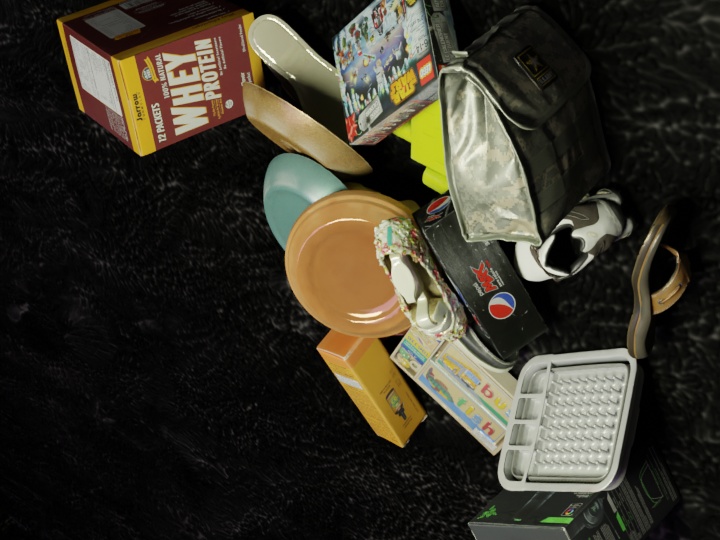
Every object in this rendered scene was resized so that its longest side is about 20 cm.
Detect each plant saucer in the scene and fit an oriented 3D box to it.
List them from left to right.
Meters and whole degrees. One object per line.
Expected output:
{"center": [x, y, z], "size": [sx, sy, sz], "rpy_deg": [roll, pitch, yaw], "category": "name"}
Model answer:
{"center": [-0.075, -0.167, 1.576], "size": [0.199, 0.036, 0.200], "rpy_deg": [34, 177, 2], "category": "plant saucer"}
{"center": [-0.061, -0.055, 1.597], "size": [0.199, 0.036, 0.201], "rpy_deg": [34, 148, 25], "category": "plant saucer"}
{"center": [0.000, 0.000, 1.528], "size": [0.197, 0.038, 0.202], "rpy_deg": [6, 120, 11], "category": "plant saucer"}

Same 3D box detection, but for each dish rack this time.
{"center": [0.254, 0.184, 1.473], "size": [0.043, 0.174, 0.199], "rpy_deg": [27, 159, -28], "category": "dish rack"}

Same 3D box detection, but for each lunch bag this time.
{"center": [0.162, -0.154, 1.268], "size": [0.117, 0.164, 0.202], "rpy_deg": [3, 122, 39], "category": "lunch bag"}

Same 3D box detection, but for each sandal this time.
{"center": [0.317, 0.017, 1.305], "size": [0.054, 0.082, 0.202], "rpy_deg": [16, 130, 22], "category": "sandal"}

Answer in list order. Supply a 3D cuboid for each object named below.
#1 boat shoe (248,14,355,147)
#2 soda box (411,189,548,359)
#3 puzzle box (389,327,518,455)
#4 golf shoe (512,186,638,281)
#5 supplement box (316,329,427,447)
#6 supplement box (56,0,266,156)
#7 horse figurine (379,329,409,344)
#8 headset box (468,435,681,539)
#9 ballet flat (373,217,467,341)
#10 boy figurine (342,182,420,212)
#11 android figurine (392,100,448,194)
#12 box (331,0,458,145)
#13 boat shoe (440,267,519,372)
{"center": [-0.064, -0.241, 1.580], "size": [0.200, 0.072, 0.060], "rpy_deg": [46, -173, -7], "category": "boat shoe"}
{"center": [0.141, 0.002, 1.464], "size": [0.201, 0.070, 0.063], "rpy_deg": [57, -179, -23], "category": "soda box"}
{"center": [0.138, 0.147, 1.659], "size": [0.200, 0.025, 0.133], "rpy_deg": [42, 144, 8], "category": "puzzle box"}
{"center": [0.214, -0.027, 1.381], "size": [0.078, 0.094, 0.200], "rpy_deg": [53, 148, 2], "category": "golf shoe"}
{"center": [0.019, 0.158, 1.754], "size": [0.068, 0.067, 0.201], "rpy_deg": [13, 145, 47], "category": "supplement box"}
{"center": [-0.261, -0.276, 1.647], "size": [0.200, 0.196, 0.134], "rpy_deg": [36, 143, 46], "category": "supplement box"}
{"center": [0.033, 0.025, 1.661], "size": [0.131, 0.050, 0.201], "rpy_deg": [11, 142, 33], "category": "horse figurine"}
{"center": [0.253, 0.294, 1.501], "size": [0.173, 0.199, 0.093], "rpy_deg": [-12, 110, 55], "category": "headset box"}
{"center": [0.067, 0.026, 1.464], "size": [0.075, 0.064, 0.201], "rpy_deg": [-18, 125, 23], "category": "ballet flat"}
{"center": [0.011, -0.068, 1.616], "size": [0.199, 0.065, 0.124], "rpy_deg": [18, 159, 49], "category": "boy figurine"}
{"center": [0.112, -0.162, 1.445], "size": [0.199, 0.041, 0.184], "rpy_deg": [33, 140, 33], "category": "android figurine"}
{"center": [0.038, -0.242, 1.421], "size": [0.200, 0.039, 0.139], "rpy_deg": [-30, 67, 56], "category": "box"}
{"center": [0.136, 0.037, 1.549], "size": [0.201, 0.071, 0.068], "rpy_deg": [58, 147, 3], "category": "boat shoe"}
